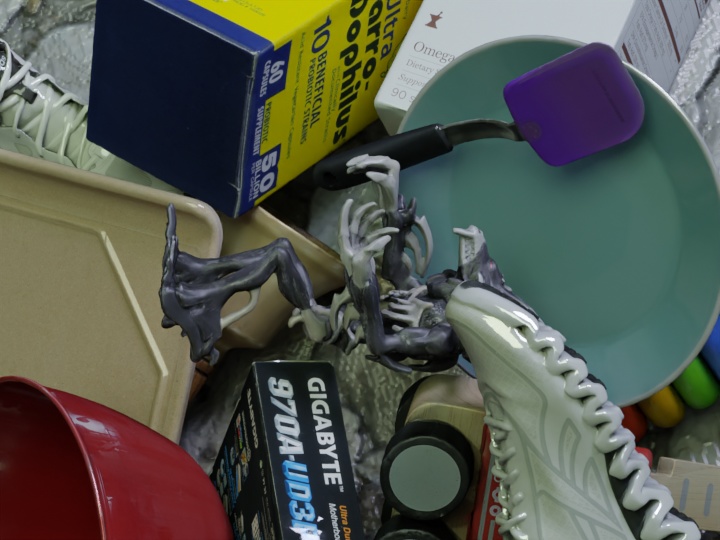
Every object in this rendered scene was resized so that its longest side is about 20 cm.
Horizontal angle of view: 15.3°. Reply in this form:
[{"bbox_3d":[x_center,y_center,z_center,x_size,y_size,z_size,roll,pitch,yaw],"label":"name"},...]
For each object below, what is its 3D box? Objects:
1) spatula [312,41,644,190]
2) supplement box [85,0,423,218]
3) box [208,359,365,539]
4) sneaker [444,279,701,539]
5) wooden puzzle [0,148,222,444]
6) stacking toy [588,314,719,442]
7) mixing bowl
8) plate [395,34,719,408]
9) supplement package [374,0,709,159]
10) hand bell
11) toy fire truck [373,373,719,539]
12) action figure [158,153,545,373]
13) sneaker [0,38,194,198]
[{"bbox_3d":[0.054,-0.068,1.372,0.200,0.057,0.021,-14,31,39],"label":"spatula"},{"bbox_3d":[-0.045,-0.134,1.483,0.109,0.109,0.200,28,41,23],"label":"supplement box"},{"bbox_3d":[-0.038,0.170,1.361,0.046,0.159,0.200,1,53,-17],"label":"box"},{"bbox_3d":[0.093,0.096,1.273,0.081,0.075,0.200,-35,100,-4],"label":"sneaker"},{"bbox_3d":[-0.164,0.042,1.486,0.185,0.037,0.200,15,99,31],"label":"wooden puzzle"},{"bbox_3d":[0.164,0.048,1.421,0.200,0.085,0.085,-34,63,4],"label":"stacking toy"},{"bbox_3d":[-0.132,0.154,1.368,0.200,0.108,0.200,-4,85,56],"label":"mixing bowl"},{"bbox_3d":[0.103,-0.024,1.385,0.200,0.026,0.200,10,110,29],"label":"plate"},{"bbox_3d":[0.110,-0.137,1.489,0.117,0.117,0.200,19,73,23],"label":"supplement package"},{"bbox_3d":[-0.095,0.055,1.495,0.104,0.104,0.200,36,93,25],"label":"hand bell"},{"bbox_3d":[0.107,0.149,1.369,0.200,0.129,0.176,9,106,4],"label":"toy fire truck"},{"bbox_3d":[0.000,0.000,1.348,0.200,0.119,0.102,2,104,-3],"label":"action figure"},{"bbox_3d":[-0.185,-0.081,1.525,0.200,0.115,0.076,24,75,37],"label":"sneaker"}]
